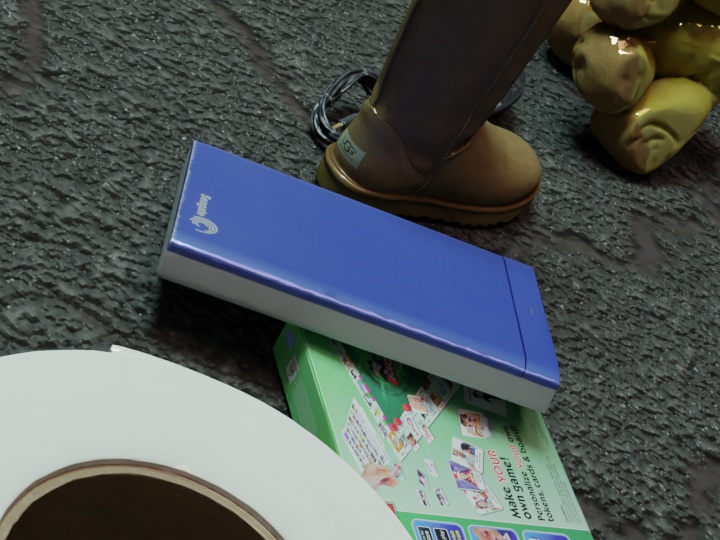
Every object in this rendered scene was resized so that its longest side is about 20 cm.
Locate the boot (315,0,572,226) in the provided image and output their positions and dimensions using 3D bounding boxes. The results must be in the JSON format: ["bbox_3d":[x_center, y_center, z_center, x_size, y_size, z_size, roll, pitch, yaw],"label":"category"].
[{"bbox_3d":[0.082,-0.116,0.892,0.174,0.201,0.066,-8,51,-43],"label":"boot"}]

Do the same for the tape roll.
[{"bbox_3d":[-0.084,0.144,0.496,0.201,0.140,0.203,21,33,-15],"label":"tape roll"}]

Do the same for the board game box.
[{"bbox_3d":[0.043,0.109,0.739,0.134,0.029,0.201,10,40,-28],"label":"board game box"}]

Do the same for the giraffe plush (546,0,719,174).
[{"bbox_3d":[0.202,-0.182,1.131,0.199,0.174,0.162,-9,30,-31],"label":"giraffe plush"}]

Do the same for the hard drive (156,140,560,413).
[{"bbox_3d":[0.000,0.000,0.805,0.199,0.026,0.132,20,24,-10],"label":"hard drive"}]

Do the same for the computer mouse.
[{"bbox_3d":[0.036,-0.108,1.005,0.199,0.034,0.059,-21,77,-44],"label":"computer mouse"}]
